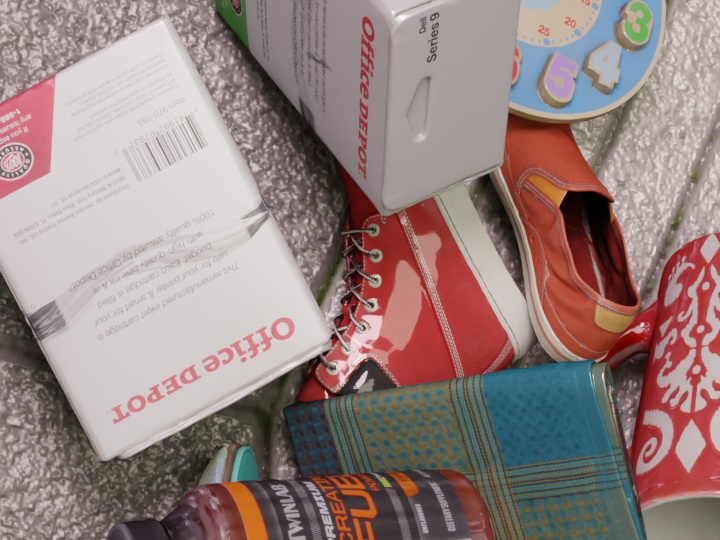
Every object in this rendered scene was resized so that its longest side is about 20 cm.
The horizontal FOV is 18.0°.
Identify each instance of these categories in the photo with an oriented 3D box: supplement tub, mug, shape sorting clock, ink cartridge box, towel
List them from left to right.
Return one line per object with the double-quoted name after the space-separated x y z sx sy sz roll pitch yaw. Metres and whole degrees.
-0.123 -0.017 1.257 0.144 0.083 0.201 -27 96 -2 "ink cartridge box"
-0.033 0.163 1.205 0.198 0.107 0.108 -2 85 -23 "supplement tub"
-0.001 -0.152 1.246 0.084 0.147 0.200 -22 52 -21 "ink cartridge box"
0.063 0.130 1.281 0.022 0.198 0.148 -36 114 -61 "towel"
0.102 -0.183 1.376 0.199 0.039 0.202 14 59 -24 "shape sorting clock"
0.203 0.078 1.336 0.176 0.134 0.201 22 52 -11 "mug"

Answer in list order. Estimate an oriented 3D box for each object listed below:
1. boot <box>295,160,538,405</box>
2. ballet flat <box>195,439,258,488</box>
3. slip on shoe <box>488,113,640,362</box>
0.000 0.000 1.328 0.144 0.072 0.201 -34 101 -18 "boot"
-0.086 0.198 1.280 0.074 0.074 0.202 -3 84 -20 "ballet flat"
0.122 -0.043 1.356 0.074 0.061 0.201 9 57 -37 "slip on shoe"
